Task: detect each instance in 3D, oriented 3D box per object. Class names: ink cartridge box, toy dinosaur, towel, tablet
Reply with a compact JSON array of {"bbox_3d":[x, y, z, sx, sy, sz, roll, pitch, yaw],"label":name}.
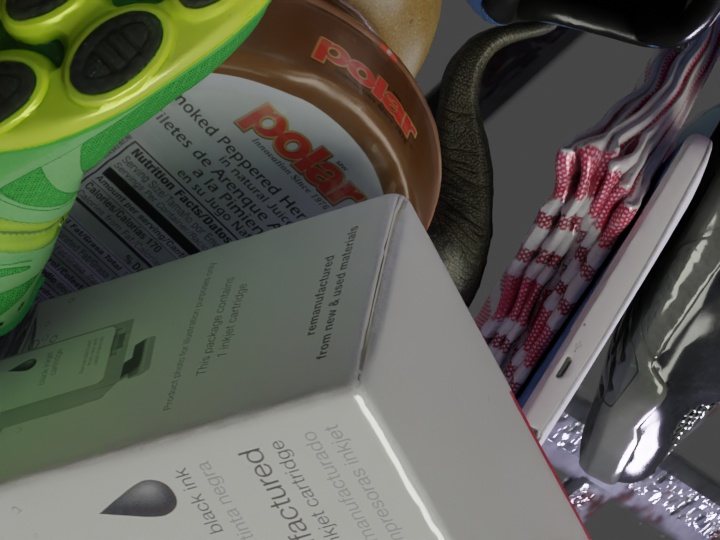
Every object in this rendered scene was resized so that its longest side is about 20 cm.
[{"bbox_3d":[-0.051,0.084,0.750,0.199,0.083,0.147,-17,121,22],"label":"ink cartridge box"},{"bbox_3d":[0.000,0.000,0.903,0.200,0.103,0.077,-34,144,14],"label":"toy dinosaur"},{"bbox_3d":[0.059,0.000,0.942,0.200,0.030,0.146,-60,177,38],"label":"towel"},{"bbox_3d":[0.068,0.024,0.929,0.131,0.014,0.200,-58,178,-6],"label":"tablet"}]

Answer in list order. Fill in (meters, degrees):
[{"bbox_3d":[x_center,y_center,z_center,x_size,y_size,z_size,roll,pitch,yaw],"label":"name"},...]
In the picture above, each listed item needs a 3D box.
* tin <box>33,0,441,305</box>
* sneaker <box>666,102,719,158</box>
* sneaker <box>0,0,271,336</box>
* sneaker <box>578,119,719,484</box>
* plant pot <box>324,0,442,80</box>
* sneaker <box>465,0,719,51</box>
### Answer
[{"bbox_3d":[-0.066,-0.001,0.775,0.200,0.042,0.112,-34,118,29],"label":"tin"},{"bbox_3d":[0.190,-0.069,1.002,0.199,0.074,0.082,-18,135,-32],"label":"sneaker"},{"bbox_3d":[-0.103,-0.030,0.704,0.200,0.074,0.084,-36,159,12],"label":"sneaker"},{"bbox_3d":[0.150,0.010,0.924,0.114,0.076,0.200,27,120,-5],"label":"sneaker"},{"bbox_3d":[-0.070,-0.054,0.806,0.199,0.028,0.200,-11,154,-6],"label":"plant pot"},{"bbox_3d":[0.102,-0.105,0.873,0.199,0.089,0.079,-12,140,-29],"label":"sneaker"}]
